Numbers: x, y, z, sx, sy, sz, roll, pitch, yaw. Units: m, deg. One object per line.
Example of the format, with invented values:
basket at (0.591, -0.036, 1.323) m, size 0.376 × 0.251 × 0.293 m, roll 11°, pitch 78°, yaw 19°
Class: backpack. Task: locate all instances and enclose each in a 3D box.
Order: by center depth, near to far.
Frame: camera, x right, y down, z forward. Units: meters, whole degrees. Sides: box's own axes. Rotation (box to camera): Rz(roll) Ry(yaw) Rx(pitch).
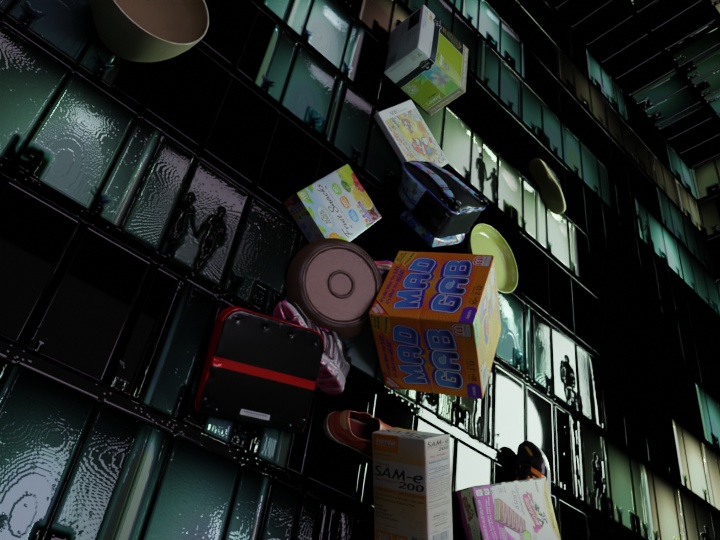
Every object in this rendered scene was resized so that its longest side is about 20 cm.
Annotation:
backpack at (0.171, -0.169, 1.640) m, size 0.200 × 0.135 × 0.183 m, roll 44°, pitch 32°, yaw 22°

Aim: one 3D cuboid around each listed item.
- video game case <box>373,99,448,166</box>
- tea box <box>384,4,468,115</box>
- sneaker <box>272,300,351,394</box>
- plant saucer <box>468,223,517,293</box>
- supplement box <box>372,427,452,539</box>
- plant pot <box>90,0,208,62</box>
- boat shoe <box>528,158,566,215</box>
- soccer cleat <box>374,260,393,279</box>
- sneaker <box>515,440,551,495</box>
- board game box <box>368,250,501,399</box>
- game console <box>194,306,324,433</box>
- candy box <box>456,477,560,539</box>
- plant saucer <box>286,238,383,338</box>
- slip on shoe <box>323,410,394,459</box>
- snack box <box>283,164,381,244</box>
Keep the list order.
video game case at (0.136, -0.341, 1.795) m, size 0.200 × 0.023 × 0.182 m, roll 59°, pitch 40°, yaw -4°
tea box at (0.186, -0.579, 1.901) m, size 0.197 × 0.134 × 0.200 m, roll 34°, pitch 47°, yaw -28°
sneaker at (-0.083, 0.128, 1.249) m, size 0.200 × 0.074 × 0.087 m, roll 54°, pitch 37°, yaw -13°
plant saucer at (0.347, -0.028, 1.833) m, size 0.200 × 0.031 × 0.200 m, roll 25°, pitch 51°, yaw -35°
supplement box at (0.089, 0.383, 1.198) m, size 0.073 × 0.126 × 0.200 m, roll 3°, pitch 84°, yaw -46°
plant pot at (-0.387, -0.445, 1.206) m, size 0.200 × 0.134 × 0.200 m, roll 25°, pitch 51°, yaw -35°
boat shoe at (0.620, -0.277, 2.239) m, size 0.066 × 0.072 × 0.201 m, roll -15°, pitch 75°, yaw -45°
soccer cleat at (0.000, 0.000, 1.415) m, size 0.200 × 0.068 × 0.073 m, roll -23°, pitch 89°, yaw -47°
sneaker at (0.375, 0.476, 1.534) m, size 0.090 × 0.070 × 0.200 m, roll 23°, pitch 55°, yaw -41°
board game box at (0.156, 0.103, 1.360) m, size 0.200 × 0.200 × 0.200 m, roll -61°, pitch 147°, yaw -46°
game console at (-0.159, 0.163, 1.128) m, size 0.200 × 0.031 × 0.177 m, roll 20°, pitch 79°, yaw -30°
candy box at (0.305, 0.506, 1.411) m, size 0.200 × 0.061 × 0.137 m, roll 3°, pitch 65°, yaw -29°
plant saucer at (-0.042, 0.029, 1.316) m, size 0.200 × 0.034 × 0.200 m, roll 6°, pitch 73°, yaw -19°
slip on shoe at (0.023, 0.303, 1.267) m, size 0.200 × 0.061 × 0.074 m, roll 29°, pitch 47°, yaw -35°
snack box at (-0.053, -0.126, 1.441) m, size 0.142 × 0.053 × 0.200 m, roll 56°, pitch 40°, yaw -5°
